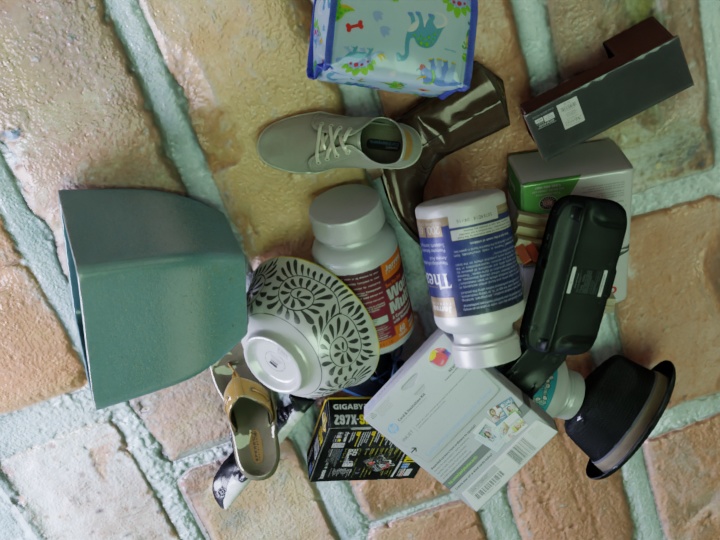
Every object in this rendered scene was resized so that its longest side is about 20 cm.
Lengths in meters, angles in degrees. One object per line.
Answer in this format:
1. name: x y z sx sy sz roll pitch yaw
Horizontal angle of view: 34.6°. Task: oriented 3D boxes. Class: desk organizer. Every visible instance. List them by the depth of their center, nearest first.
1. desk organizer: 0.288 -0.221 1.394 0.199 0.077 0.072 -27 123 6

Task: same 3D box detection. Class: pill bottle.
1. pill bottle: 0.135 0.010 1.383 0.110 0.111 0.201 -12 98 -4
2. pill bottle: 0.000 0.000 1.457 0.109 0.110 0.201 -15 124 -2
3. pill bottle: 0.209 0.148 1.592 0.199 0.111 0.111 17 117 -21

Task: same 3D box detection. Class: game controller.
1. game controller: 0.258 0.009 1.395 0.104 0.042 0.201 3 109 -27

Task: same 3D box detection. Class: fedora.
1. fedora: 0.354 0.193 1.631 0.091 0.201 0.201 34 113 -1

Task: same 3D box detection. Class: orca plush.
1. orca plush: -0.152 0.235 1.601 0.071 0.105 0.200 39 114 4

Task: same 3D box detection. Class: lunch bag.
1. lunch bag: 0.037 -0.301 1.269 0.169 0.127 0.202 5 92 -15

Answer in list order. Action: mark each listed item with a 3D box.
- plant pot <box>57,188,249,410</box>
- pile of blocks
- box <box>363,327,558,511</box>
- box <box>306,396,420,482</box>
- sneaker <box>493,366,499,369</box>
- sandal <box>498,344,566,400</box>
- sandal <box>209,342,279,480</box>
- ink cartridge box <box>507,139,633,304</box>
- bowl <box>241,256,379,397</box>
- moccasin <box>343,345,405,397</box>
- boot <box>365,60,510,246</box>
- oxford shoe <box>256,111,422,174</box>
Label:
1. plant pot: -0.241 0.016 1.379 0.199 0.197 0.197 -10 124 -16
2. pile of blocks: 0.262 0.001 1.436 0.200 0.062 0.082 34 112 -27
3. box: 0.127 0.190 1.477 0.200 0.041 0.156 39 104 -12
4. box: 0.016 0.235 1.597 0.158 0.050 0.200 -2 150 -12
5. sneaker: 0.144 0.036 1.504 0.078 0.075 0.201 -15 86 17
6. sandal: 0.197 0.165 1.509 0.076 0.043 0.201 25 108 -23
7. sandal: -0.151 0.181 1.528 0.080 0.054 0.201 -12 89 2
8. ink cartridge box: 0.267 -0.053 1.491 0.145 0.085 0.201 -8 124 -5
9. bowl: -0.084 0.092 1.443 0.200 0.094 0.202 21 135 23
10. moccasin: 0.016 0.134 1.561 0.199 0.081 0.068 14 122 -20
11. boot: 0.114 -0.141 1.425 0.199 0.064 0.187 -32 125 4
12. oxford shoe: -0.028 -0.151 1.358 0.198 0.058 0.076 2 91 10
